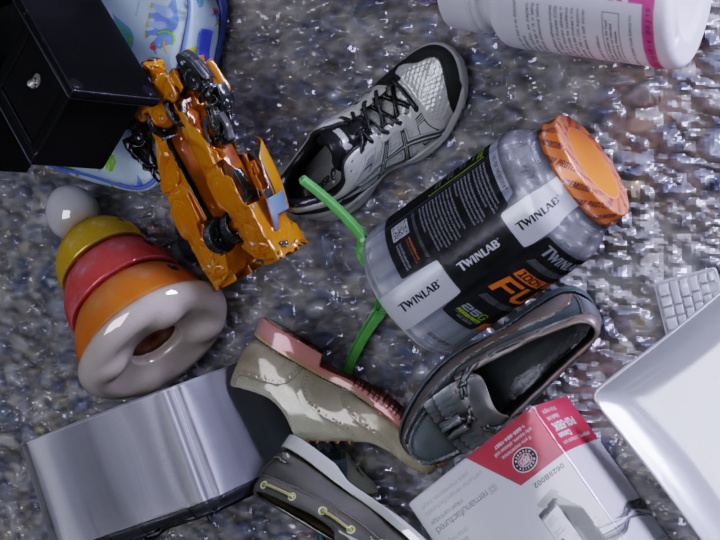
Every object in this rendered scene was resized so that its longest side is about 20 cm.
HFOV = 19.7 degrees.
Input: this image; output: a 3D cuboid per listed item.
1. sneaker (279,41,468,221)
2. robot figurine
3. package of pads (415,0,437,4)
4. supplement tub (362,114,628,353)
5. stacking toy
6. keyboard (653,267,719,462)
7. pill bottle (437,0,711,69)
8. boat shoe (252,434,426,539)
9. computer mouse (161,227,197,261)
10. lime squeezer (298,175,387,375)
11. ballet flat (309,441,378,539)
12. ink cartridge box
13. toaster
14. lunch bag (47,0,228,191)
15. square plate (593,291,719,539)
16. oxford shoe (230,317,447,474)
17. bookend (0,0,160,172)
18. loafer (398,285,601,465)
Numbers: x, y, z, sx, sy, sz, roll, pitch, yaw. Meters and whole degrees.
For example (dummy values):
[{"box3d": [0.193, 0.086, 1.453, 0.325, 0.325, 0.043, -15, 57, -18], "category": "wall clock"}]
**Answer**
[{"box3d": [0.009, -0.112, 1.740, 0.200, 0.088, 0.076, -46, 72, 19], "category": "sneaker"}, {"box3d": [-0.128, -0.091, 1.745, 0.145, 0.058, 0.201, -24, 92, 48], "category": "robot figurine"}, {"box3d": [-0.013, -0.302, 1.745, 0.199, 0.076, 0.121, 16, 97, 24], "category": "package of pads"}, {"box3d": [0.110, -0.032, 1.676, 0.200, 0.122, 0.123, -36, 78, 24], "category": "supplement tub"}, {"box3d": [-0.223, 0.000, 1.827, 0.146, 0.146, 0.200, -46, 64, 21], "category": "stacking toy"}, {"box3d": [0.285, 0.101, 1.661, 0.056, 0.011, 0.201, -15, 86, 26], "category": "keyboard"}, {"box3d": [0.169, -0.227, 1.639, 0.199, 0.113, 0.114, 10, 98, 25], "category": "pill bottle"}, {"box3d": [-0.003, 0.215, 1.700, 0.201, 0.072, 0.060, 36, 77, 26], "category": "boat shoe"}, {"box3d": [-0.173, -0.027, 1.863, 0.199, 0.034, 0.059, -20, 85, 26], "category": "computer mouse"}, {"box3d": [0.000, 0.000, 1.760, 0.070, 0.038, 0.201, -3, 121, 14], "category": "lime squeezer"}, {"box3d": [-0.012, 0.216, 1.781, 0.074, 0.074, 0.201, -18, 69, 26], "category": "ballet flat"}, {"box3d": [0.159, 0.227, 1.690, 0.147, 0.083, 0.200, -41, 76, 22], "category": "ink cartridge box"}, {"box3d": [-0.177, 0.168, 1.787, 0.180, 0.200, 0.119, -22, 88, 26], "category": "toaster"}, {"box3d": [-0.205, -0.173, 1.842, 0.160, 0.082, 0.201, 14, 99, 25], "category": "lunch bag"}, {"box3d": [0.317, 0.115, 1.626, 0.200, 0.028, 0.198, -40, 79, 17], "category": "square plate"}, {"box3d": [-0.018, 0.122, 1.761, 0.200, 0.071, 0.074, 34, 91, 7], "category": "oxford shoe"}, {"box3d": [-0.290, -0.145, 1.773, 0.200, 0.092, 0.199, -54, 53, 32], "category": "bookend"}, {"box3d": [0.112, 0.089, 1.684, 0.200, 0.063, 0.072, -41, 106, 6], "category": "loafer"}]
